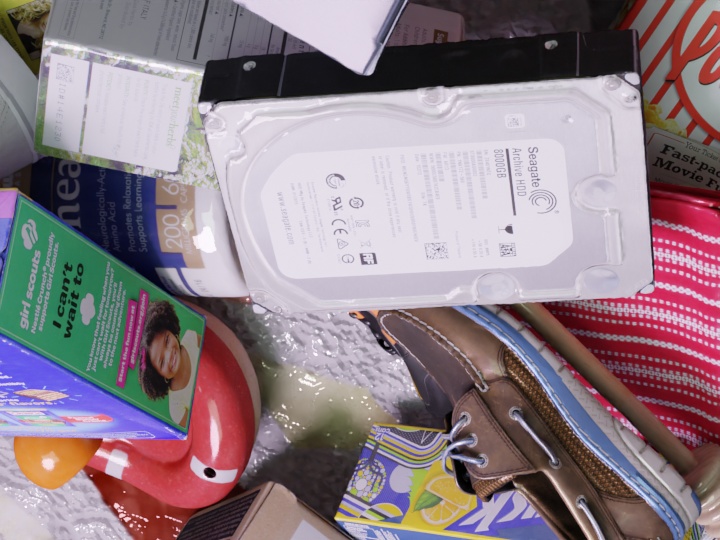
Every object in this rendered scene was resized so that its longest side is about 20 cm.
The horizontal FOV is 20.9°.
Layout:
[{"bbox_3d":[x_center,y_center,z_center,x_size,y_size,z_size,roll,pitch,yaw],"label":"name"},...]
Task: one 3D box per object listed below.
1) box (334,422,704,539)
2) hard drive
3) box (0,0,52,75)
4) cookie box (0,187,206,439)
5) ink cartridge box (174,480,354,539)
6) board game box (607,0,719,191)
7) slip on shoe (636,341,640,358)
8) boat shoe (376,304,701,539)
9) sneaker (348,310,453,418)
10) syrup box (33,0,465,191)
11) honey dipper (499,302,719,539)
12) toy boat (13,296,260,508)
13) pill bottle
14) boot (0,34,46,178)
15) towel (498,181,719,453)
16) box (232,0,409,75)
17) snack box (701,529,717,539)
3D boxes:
[{"bbox_3d":[0.089,0.139,1.106,0.199,0.070,0.064,3,146,35],"label":"box"},{"bbox_3d":[0.035,-0.041,0.908,0.198,0.038,0.140,-3,135,8],"label":"hard drive"},{"bbox_3d":[-0.097,-0.158,1.009,0.199,0.075,0.050,-14,115,27],"label":"box"},{"bbox_3d":[-0.200,0.028,1.005,0.170,0.076,0.200,-1,162,23],"label":"cookie box"},{"bbox_3d":[-0.021,0.225,1.194,0.200,0.075,0.165,39,156,-9],"label":"ink cartridge box"},{"bbox_3d":[0.195,-0.093,0.975,0.151,0.046,0.201,29,126,-3],"label":"board game box"},{"bbox_3d":[0.235,0.051,1.047,0.199,0.061,0.074,17,125,6],"label":"slip on shoe"},{"bbox_3d":[0.078,0.082,0.994,0.200,0.072,0.072,40,161,9],"label":"boat shoe"},{"bbox_3d":[0.000,0.000,1.062,0.090,0.070,0.201,-23,113,-12],"label":"sneaker"},{"bbox_3d":[-0.053,-0.091,0.952,0.198,0.082,0.079,11,139,-5],"label":"syrup box"},{"bbox_3d":[0.136,0.066,1.010,0.200,0.038,0.038,45,124,-13],"label":"honey dipper"},{"bbox_3d":[-0.160,0.080,1.148,0.199,0.131,0.131,22,126,3],"label":"toy boat"},{"bbox_3d":[-0.150,-0.043,1.076,0.198,0.111,0.112,1,123,16],"label":"pill bottle"},{"bbox_3d":[-0.246,-0.111,1.018,0.200,0.095,0.074,46,159,31],"label":"boot"},{"bbox_3d":[0.127,0.026,1.015,0.144,0.023,0.201,11,136,21],"label":"towel"},{"bbox_3d":[0.012,-0.209,0.862,0.107,0.200,0.149,29,126,-3],"label":"box"},{"bbox_3d":[0.239,0.122,1.077,0.071,0.024,0.200,17,142,-11],"label":"snack box"}]
